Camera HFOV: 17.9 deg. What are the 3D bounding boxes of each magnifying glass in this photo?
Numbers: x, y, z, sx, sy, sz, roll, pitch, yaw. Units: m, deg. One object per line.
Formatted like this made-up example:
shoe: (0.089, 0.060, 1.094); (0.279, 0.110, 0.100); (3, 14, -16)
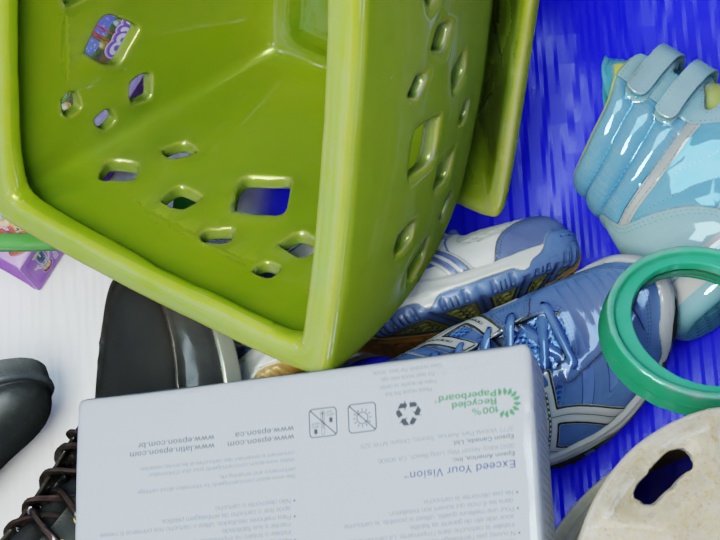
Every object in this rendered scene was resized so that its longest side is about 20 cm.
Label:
magnifying glass: (0.197, 0.016, 0.985); (0.199, 0.022, 0.080); (-9, 55, -20)

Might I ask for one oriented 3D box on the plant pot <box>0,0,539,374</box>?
plant pot: (-0.031, -0.104, 0.986); (0.199, 0.200, 0.181); (26, 38, 28)

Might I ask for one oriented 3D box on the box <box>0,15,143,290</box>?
box: (-0.166, -0.109, 1.136); (0.136, 0.039, 0.201); (28, 78, 15)

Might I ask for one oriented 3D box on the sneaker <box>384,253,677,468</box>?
sneaker: (0.054, 0.060, 1.012); (0.200, 0.077, 0.076); (-36, 69, 7)

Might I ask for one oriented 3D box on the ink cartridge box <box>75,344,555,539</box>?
ink cartridge box: (-0.019, 0.139, 0.901); (0.198, 0.041, 0.201); (-7, 67, 15)

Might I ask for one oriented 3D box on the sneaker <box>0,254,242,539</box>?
sneaker: (-0.113, 0.090, 0.997); (0.075, 0.106, 0.201); (-3, 87, 52)

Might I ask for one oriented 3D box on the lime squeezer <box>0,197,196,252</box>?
lime squeezer: (-0.101, -0.042, 1.082); (0.038, 0.071, 0.200); (-4, 30, 47)

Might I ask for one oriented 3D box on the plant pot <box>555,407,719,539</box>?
plant pot: (0.156, 0.141, 0.928); (0.199, 0.184, 0.202); (-3, 71, 8)

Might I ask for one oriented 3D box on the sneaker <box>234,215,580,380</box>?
sneaker: (0.000, 0.000, 1.057); (0.199, 0.075, 0.089); (-18, 70, 1)

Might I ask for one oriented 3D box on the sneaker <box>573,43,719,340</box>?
sneaker: (0.185, -0.076, 1.053); (0.200, 0.080, 0.131); (-37, 72, -6)

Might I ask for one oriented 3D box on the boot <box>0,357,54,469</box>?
boot: (-0.181, 0.161, 1.033); (0.164, 0.066, 0.201); (-28, 67, 7)
